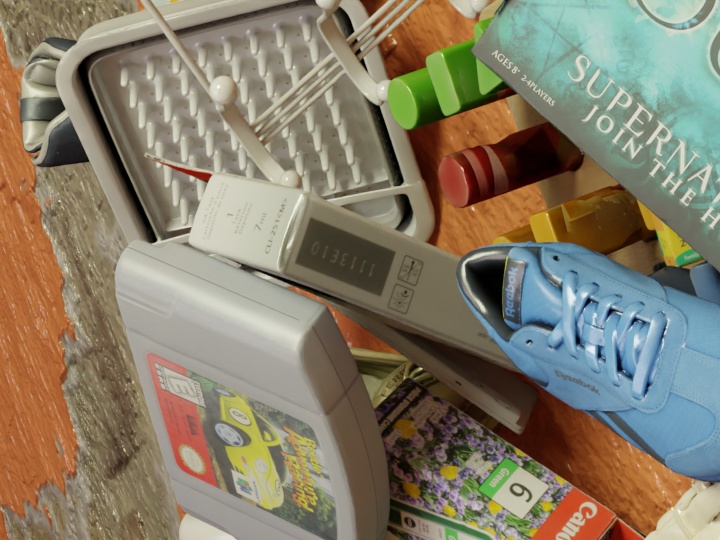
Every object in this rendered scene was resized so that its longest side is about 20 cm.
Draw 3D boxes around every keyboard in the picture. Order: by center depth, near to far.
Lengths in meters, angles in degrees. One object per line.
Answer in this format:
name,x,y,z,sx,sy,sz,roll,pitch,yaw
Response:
keyboard,0.008,0.020,1.119,0.199,0.056,0.011,35,107,1

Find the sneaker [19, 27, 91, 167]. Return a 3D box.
sneaker,-0.127,-0.092,1.256,0.202,0.145,0.078,108,155,-77

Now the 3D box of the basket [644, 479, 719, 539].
basket,0.191,0.142,0.879,0.136,0.123,0.201,57,149,22

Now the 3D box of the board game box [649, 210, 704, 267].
board game box,0.137,-0.111,0.845,0.030,0.095,0.202,147,105,-88

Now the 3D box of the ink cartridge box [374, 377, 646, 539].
ink cartridge box,0.082,0.154,1.096,0.199,0.050,0.109,33,140,18

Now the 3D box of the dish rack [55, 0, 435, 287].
dish rack,-0.059,-0.074,1.148,0.044,0.170,0.201,-93,-12,-45

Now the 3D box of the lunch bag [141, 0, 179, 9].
lunch bag,-0.074,-0.214,1.190,0.200,0.077,0.162,8,118,61

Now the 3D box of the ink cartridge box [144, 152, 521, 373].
ink cartridge box,0.000,0.000,1.073,0.173,0.199,0.044,14,84,57

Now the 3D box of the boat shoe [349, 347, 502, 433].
boat shoe,0.014,0.075,1.208,0.063,0.073,0.200,49,165,-18

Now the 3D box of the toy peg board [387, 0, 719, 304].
toy peg board,0.107,-0.043,0.944,0.200,0.097,0.201,-24,86,63

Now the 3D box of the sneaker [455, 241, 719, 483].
sneaker,0.098,0.029,0.831,0.066,0.078,0.200,-65,25,2

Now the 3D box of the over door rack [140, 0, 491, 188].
over door rack,-0.041,-0.155,1.010,0.200,0.148,0.067,52,170,-23

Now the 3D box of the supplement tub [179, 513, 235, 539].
supplement tub,-0.017,0.224,1.295,0.144,0.143,0.202,-11,97,63

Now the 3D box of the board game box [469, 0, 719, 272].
board game box,0.153,-0.072,0.790,0.200,0.028,0.136,42,117,14

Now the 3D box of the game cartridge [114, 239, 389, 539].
game cartridge,-0.049,0.079,1.067,0.132,0.041,0.201,18,141,26
